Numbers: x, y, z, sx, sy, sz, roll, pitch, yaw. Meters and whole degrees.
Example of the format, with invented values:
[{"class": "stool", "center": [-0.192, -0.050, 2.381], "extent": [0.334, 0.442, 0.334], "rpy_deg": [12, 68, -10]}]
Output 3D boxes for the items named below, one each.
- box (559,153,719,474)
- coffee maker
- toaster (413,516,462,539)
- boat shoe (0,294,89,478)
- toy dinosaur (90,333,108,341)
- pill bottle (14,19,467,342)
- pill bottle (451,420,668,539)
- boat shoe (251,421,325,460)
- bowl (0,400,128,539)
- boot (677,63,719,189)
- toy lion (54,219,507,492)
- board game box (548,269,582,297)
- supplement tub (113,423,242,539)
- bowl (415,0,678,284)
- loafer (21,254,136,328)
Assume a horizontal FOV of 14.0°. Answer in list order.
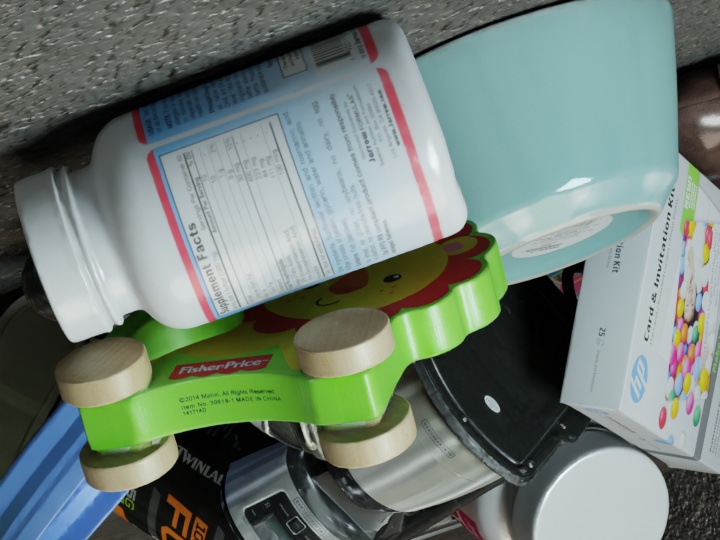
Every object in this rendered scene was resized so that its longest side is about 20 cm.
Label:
[{"class": "box", "center": [0.179, 0.024, 1.712], "extent": [0.041, 0.157, 0.200], "rpy_deg": [6, 168, 27]}, {"class": "coffee maker", "center": [0.039, 0.091, 1.729], "extent": [0.192, 0.135, 0.200], "rpy_deg": [-10, 162, -47]}, {"class": "toaster", "center": [0.021, 0.100, 2.005], "extent": [0.199, 0.182, 0.119], "rpy_deg": [-18, 171, -14]}, {"class": "boat shoe", "center": [-0.222, 0.098, 1.697], "extent": [0.200, 0.073, 0.063], "rpy_deg": [-55, -175, 2]}, {"class": "toy dinosaur", "center": [-0.141, 0.035, 1.766], "extent": [0.200, 0.048, 0.088], "rpy_deg": [-34, -179, 41]}, {"class": "pill bottle", "center": [-0.058, -0.037, 1.401], "extent": [0.199, 0.109, 0.109], "rpy_deg": [-20, 169, 1]}, {"class": "pill bottle", "center": [0.102, 0.119, 1.840], "extent": [0.113, 0.114, 0.200], "rpy_deg": [-16, -156, -21]}, {"class": "boat shoe", "center": [-0.023, 0.014, 1.587], "extent": [0.071, 0.064, 0.201], "rpy_deg": [-33, 139, -35]}, {"class": "bowl", "center": [-0.153, 0.105, 1.649], "extent": [0.201, 0.039, 0.201], "rpy_deg": [-51, 174, -7]}, {"class": "boot", "center": [0.191, -0.075, 1.797], "extent": [0.166, 0.073, 0.200], "rpy_deg": [-14, 165, 0]}, {"class": "toy lion", "center": [-0.031, 0.028, 1.462], "extent": [0.199, 0.069, 0.192], "rpy_deg": [-7, -156, 18]}, {"class": "board game box", "center": [0.161, 0.002, 1.938], "extent": [0.147, 0.065, 0.200], "rpy_deg": [-26, 147, 29]}, {"class": "supplement tub", "center": [-0.080, 0.132, 1.877], "extent": [0.123, 0.200, 0.123], "rpy_deg": [-49, 158, -28]}, {"class": "bowl", "center": [0.090, -0.059, 1.569], "extent": [0.200, 0.105, 0.201], "rpy_deg": [-19, 168, -4]}, {"class": "loafer", "center": [-0.111, 0.002, 1.602], "extent": [0.200, 0.073, 0.072], "rpy_deg": [-7, 167, -46]}]
